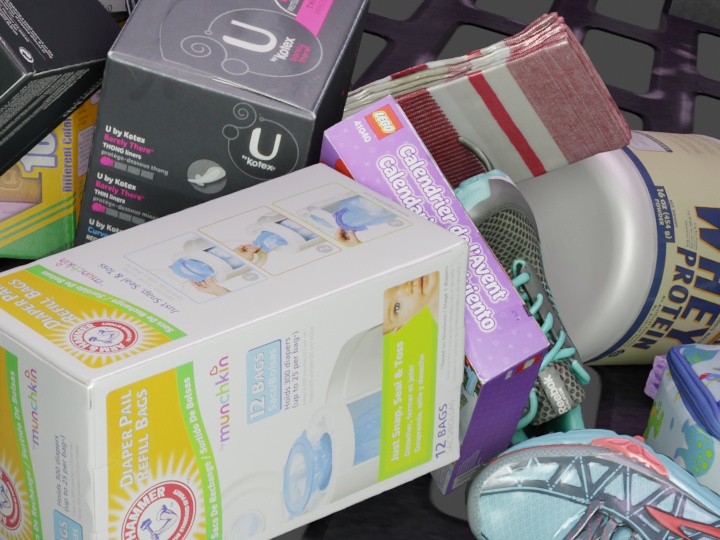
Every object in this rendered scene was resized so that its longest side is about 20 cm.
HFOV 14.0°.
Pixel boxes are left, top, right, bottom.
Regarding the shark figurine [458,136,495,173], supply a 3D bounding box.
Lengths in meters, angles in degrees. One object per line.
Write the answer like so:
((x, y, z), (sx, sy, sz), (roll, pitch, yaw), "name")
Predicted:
((0.042, 0.030, 1.576), (0.128, 0.214, 0.090), (44, 56, -2), "shark figurine")

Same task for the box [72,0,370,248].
((-0.074, -0.041, 1.444), (0.106, 0.200, 0.122), (17, 37, 3), "box")

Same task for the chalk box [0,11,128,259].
((-0.232, -0.078, 1.591), (0.200, 0.124, 0.124), (3, 12, 12), "chalk box")

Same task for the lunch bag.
((0.257, 0.107, 1.563), (0.200, 0.083, 0.161), (13, 16, -7), "lunch bag")

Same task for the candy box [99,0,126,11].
((-0.121, -0.122, 1.790), (0.061, 0.200, 0.136), (-17, -2, 25), "candy box")

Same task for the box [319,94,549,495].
((0.028, 0.016, 1.381), (0.137, 0.039, 0.200), (58, -13, 14), "box")

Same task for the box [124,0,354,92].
((-0.065, -0.128, 1.640), (0.104, 0.148, 0.200), (-13, -8, 2), "box")

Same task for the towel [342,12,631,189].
((0.033, -0.069, 1.555), (0.200, 0.023, 0.144), (-18, -25, 11), "towel")

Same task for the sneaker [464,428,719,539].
((0.134, 0.131, 1.316), (0.200, 0.079, 0.096), (20, 16, 17), "sneaker")

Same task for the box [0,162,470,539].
((-0.062, 0.045, 1.240), (0.200, 0.113, 0.101), (-20, 34, -36), "box")

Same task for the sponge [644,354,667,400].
((0.272, 0.082, 1.784), (0.112, 0.030, 0.200), (26, 17, 36), "sponge")

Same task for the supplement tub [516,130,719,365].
((0.171, -0.014, 1.800), (0.145, 0.145, 0.200), (28, 18, 39), "supplement tub")

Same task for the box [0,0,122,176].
((-0.222, -0.066, 1.419), (0.079, 0.200, 0.141), (53, 18, 6), "box")

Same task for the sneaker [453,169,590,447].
((0.081, 0.032, 1.485), (0.078, 0.200, 0.091), (-35, 52, -15), "sneaker")
